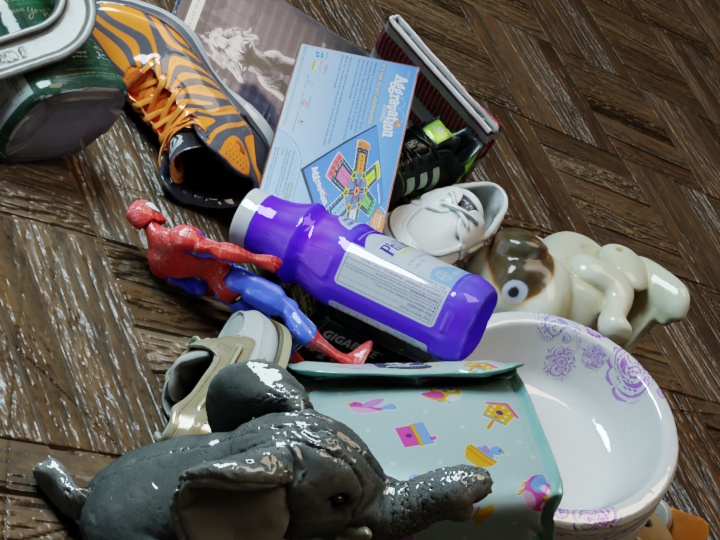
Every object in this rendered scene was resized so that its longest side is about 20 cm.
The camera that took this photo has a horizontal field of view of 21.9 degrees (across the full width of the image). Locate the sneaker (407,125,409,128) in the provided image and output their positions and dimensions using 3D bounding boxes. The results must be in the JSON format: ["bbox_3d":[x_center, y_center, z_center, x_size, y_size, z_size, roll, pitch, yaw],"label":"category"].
[{"bbox_3d":[-0.020,-0.128,1.650,0.200,0.076,0.116,26,35,-37],"label":"sneaker"}]

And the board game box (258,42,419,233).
[{"bbox_3d":[-0.019,-0.096,1.485,0.103,0.019,0.200,12,53,2],"label":"board game box"}]

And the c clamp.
[{"bbox_3d":[-0.288,-0.193,1.265,0.200,0.027,0.171,-16,68,-19],"label":"c clamp"}]

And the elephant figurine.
[{"bbox_3d":[-0.056,0.123,1.078,0.155,0.200,0.142,13,42,-49],"label":"elephant figurine"}]

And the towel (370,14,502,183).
[{"bbox_3d":[0.059,-0.149,1.714,0.144,0.023,0.200,48,-17,5],"label":"towel"}]

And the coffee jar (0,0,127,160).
[{"bbox_3d":[-0.259,-0.178,1.337,0.104,0.085,0.200,-9,59,-51],"label":"coffee jar"}]

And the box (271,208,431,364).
[{"bbox_3d":[-0.002,0.010,1.505,0.159,0.046,0.200,27,31,-35],"label":"box"}]

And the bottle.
[{"bbox_3d":[0.000,0.000,1.374,0.200,0.065,0.084,25,10,14],"label":"bottle"}]

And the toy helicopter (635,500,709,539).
[{"bbox_3d":[0.209,0.178,1.562,0.132,0.079,0.200,25,20,-27],"label":"toy helicopter"}]

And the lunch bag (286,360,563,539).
[{"bbox_3d":[0.034,0.124,1.248,0.170,0.122,0.200,-2,36,-6],"label":"lunch bag"}]

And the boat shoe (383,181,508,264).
[{"bbox_3d":[0.071,-0.042,1.566,0.074,0.065,0.200,48,24,2],"label":"boat shoe"}]

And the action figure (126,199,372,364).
[{"bbox_3d":[-0.086,0.013,1.345,0.200,0.065,0.052,36,52,-12],"label":"action figure"}]

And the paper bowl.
[{"bbox_3d":[0.130,0.137,1.408,0.201,0.104,0.201,9,48,-10],"label":"paper bowl"}]

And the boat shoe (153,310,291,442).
[{"bbox_3d":[-0.093,0.074,1.239,0.068,0.075,0.200,28,19,-12],"label":"boat shoe"}]

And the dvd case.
[{"bbox_3d":[-0.078,-0.164,1.582,0.200,0.016,0.149,30,60,-24],"label":"dvd case"}]

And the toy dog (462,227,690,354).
[{"bbox_3d":[0.170,0.019,1.657,0.200,0.140,0.194,2,49,-53],"label":"toy dog"}]

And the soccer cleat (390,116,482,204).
[{"bbox_3d":[0.034,-0.095,1.568,0.068,0.081,0.200,51,26,16],"label":"soccer cleat"}]

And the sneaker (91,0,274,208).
[{"bbox_3d":[-0.147,-0.128,1.448,0.200,0.078,0.112,39,25,-15],"label":"sneaker"}]
